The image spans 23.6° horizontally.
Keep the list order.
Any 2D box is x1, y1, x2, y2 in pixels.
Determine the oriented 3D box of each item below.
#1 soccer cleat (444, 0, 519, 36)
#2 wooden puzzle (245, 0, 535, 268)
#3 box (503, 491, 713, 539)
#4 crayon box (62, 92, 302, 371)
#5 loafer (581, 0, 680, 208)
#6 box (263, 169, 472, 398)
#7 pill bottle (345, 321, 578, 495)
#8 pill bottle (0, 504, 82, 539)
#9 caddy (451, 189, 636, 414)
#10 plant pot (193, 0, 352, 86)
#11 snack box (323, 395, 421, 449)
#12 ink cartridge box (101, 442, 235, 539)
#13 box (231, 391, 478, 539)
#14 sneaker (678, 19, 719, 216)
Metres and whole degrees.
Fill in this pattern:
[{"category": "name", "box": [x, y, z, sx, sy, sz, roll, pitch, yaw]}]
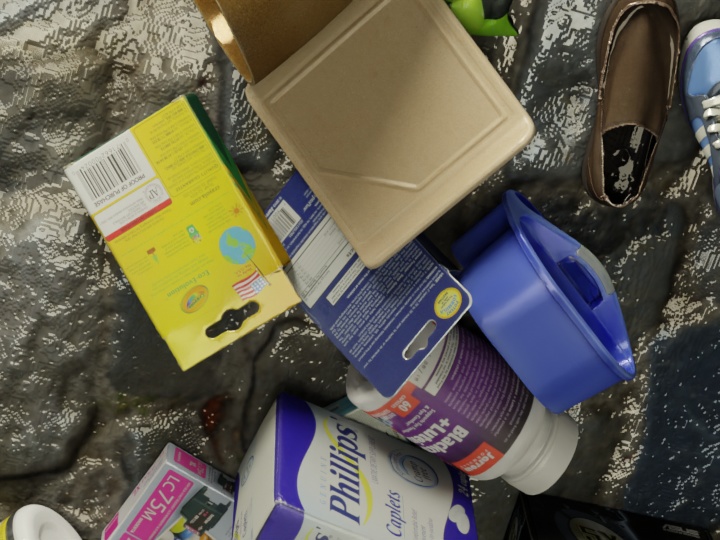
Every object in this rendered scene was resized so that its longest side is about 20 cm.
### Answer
[{"category": "soccer cleat", "box": [0.122, -0.285, 1.402, 0.080, 0.068, 0.202, 7, 120, -16]}, {"category": "wooden puzzle", "box": [0.023, -0.132, 1.425, 0.185, 0.037, 0.201, -39, 77, 17]}, {"category": "box", "box": [0.240, 0.301, 1.606, 0.198, 0.164, 0.087, 13, 113, -8]}, {"category": "crayon box", "box": [-0.148, -0.032, 1.468, 0.126, 0.051, 0.201, -29, 93, 9]}, {"category": "loafer", "box": [0.236, -0.141, 1.462, 0.072, 0.071, 0.202, 2, 114, -4]}, {"category": "box", "box": [0.000, 0.000, 1.472, 0.200, 0.032, 0.121, 47, 108, 21]}, {"category": "pill bottle", "box": [0.095, 0.118, 1.543, 0.199, 0.112, 0.112, 33, 108, -20]}, {"category": "pill bottle", "box": [-0.350, 0.315, 1.606, 0.199, 0.112, 0.112, -36, 111, 12]}, {"category": "caddy", "box": [0.166, 0.023, 1.493, 0.105, 0.142, 0.200, -33, 112, 17]}, {"category": "plant pot", "box": [-0.048, -0.276, 1.346, 0.199, 0.186, 0.187, -31, 113, -6]}, {"category": "snack box", "box": [0.015, 0.212, 1.623, 0.115, 0.037, 0.201, -27, 112, 10]}, {"category": "ink cartridge box", "box": [-0.131, 0.262, 1.636, 0.199, 0.042, 0.120, 31, 109, -17]}, {"category": "box", "box": [-0.005, 0.225, 1.506, 0.198, 0.184, 0.106, 23, 113, -12]}, {"category": "sneaker", "box": [0.328, -0.098, 1.444, 0.080, 0.147, 0.202, -15, 115, 3]}]
